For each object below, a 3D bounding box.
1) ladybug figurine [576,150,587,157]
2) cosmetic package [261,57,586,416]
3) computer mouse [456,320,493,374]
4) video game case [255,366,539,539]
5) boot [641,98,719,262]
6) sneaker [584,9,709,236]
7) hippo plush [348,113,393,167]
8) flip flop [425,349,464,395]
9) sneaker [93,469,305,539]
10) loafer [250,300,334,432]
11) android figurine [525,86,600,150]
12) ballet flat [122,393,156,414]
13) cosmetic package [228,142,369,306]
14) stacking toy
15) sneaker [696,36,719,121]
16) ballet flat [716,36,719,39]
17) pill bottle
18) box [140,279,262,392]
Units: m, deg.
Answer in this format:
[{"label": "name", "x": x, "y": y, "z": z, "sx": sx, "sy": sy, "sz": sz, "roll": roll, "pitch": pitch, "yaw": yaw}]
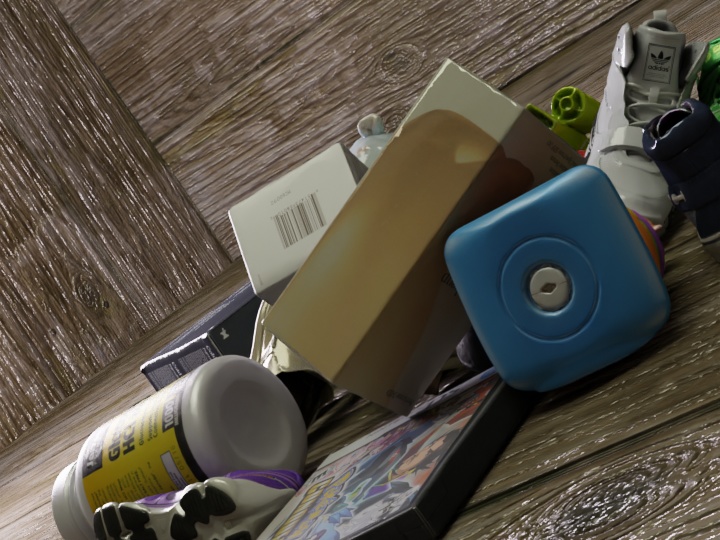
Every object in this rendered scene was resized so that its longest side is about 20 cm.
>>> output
[{"label": "ladybug figurine", "x": 0.148, "y": -0.035, "z": 1.344, "sx": 0.135, "sy": 0.072, "sz": 0.200, "roll": -30, "pitch": 8, "yaw": 39}, {"label": "cosmetic package", "x": 0.041, "y": -0.017, "z": 1.076, "sx": 0.201, "sy": 0.071, "sz": 0.105, "roll": -56, "pitch": -34, "yaw": 5}, {"label": "computer mouse", "x": 0.085, "y": 0.008, "z": 1.170, "sx": 0.138, "sy": 0.053, "sz": 0.200, "roll": -21, "pitch": 24, "yaw": -5}, {"label": "video game case", "x": 0.009, "y": 0.131, "z": 1.039, "sx": 0.180, "sy": 0.026, "sz": 0.200, "roll": -31, "pitch": 7, "yaw": 33}, {"label": "boot", "x": 0.225, "y": -0.073, "z": 1.124, "sx": 0.073, "sy": 0.091, "sz": 0.200, "roll": -34, "pitch": 6, "yaw": 11}, {"label": "sneaker", "x": 0.205, "y": -0.111, "z": 1.273, "sx": 0.200, "sy": 0.075, "sz": 0.116, "roll": -72, "pitch": -6, "yaw": -58}, {"label": "hippo plush", "x": 0.064, "y": -0.090, "z": 1.600, "sx": 0.200, "sy": 0.160, "sz": 0.160, "roll": -57, "pitch": -8, "yaw": -68}, {"label": "flip flop", "x": 0.056, "y": 0.059, "z": 1.238, "sx": 0.199, "sy": 0.058, "sz": 0.081, "roll": -9, "pitch": 30, "yaw": 40}, {"label": "sneaker", "x": -0.108, "y": 0.180, "z": 1.192, "sx": 0.199, "sy": 0.081, "sz": 0.083, "roll": -20, "pitch": -1, "yaw": 44}, {"label": "loafer", "x": -0.050, "y": 0.079, "z": 1.411, "sx": 0.068, "sy": 0.076, "sz": 0.201, "roll": -4, "pitch": 58, "yaw": 45}, {"label": "android figurine", "x": 0.141, "y": -0.069, "z": 1.458, "sx": 0.183, "sy": 0.041, "sz": 0.200, "roll": -58, "pitch": -23, "yaw": 7}, {"label": "ballet flat", "x": -0.117, "y": 0.126, "z": 1.469, "sx": 0.199, "sy": 0.068, "sz": 0.064, "roll": -16, "pitch": -14, "yaw": -28}, {"label": "cosmetic package", "x": 0.000, "y": 0.000, "z": 1.332, "sx": 0.107, "sy": 0.085, "sz": 0.200, "roll": -30, "pitch": -32, "yaw": 13}, {"label": "stacking toy", "x": 0.145, "y": -0.005, "z": 1.072, "sx": 0.116, "sy": 0.110, "sz": 0.200, "roll": -28, "pitch": -3, "yaw": 25}, {"label": "sneaker", "x": 0.275, "y": -0.129, "z": 1.301, "sx": 0.074, "sy": 0.084, "sz": 0.200, "roll": -23, "pitch": 10, "yaw": 18}, {"label": "ballet flat", "x": 0.346, "y": -0.176, "z": 1.409, "sx": 0.072, "sy": 0.072, "sz": 0.200, "roll": -39, "pitch": 7, "yaw": -33}, {"label": "pill bottle", "x": -0.143, "y": 0.151, "z": 1.323, "sx": 0.200, "sy": 0.113, "sz": 0.112, "roll": -31, "pitch": 7, "yaw": 37}, {"label": "box", "x": -0.088, "y": 0.066, "z": 1.725, "sx": 0.200, "sy": 0.104, "sz": 0.182, "roll": -39, "pitch": 6, "yaw": -29}]
